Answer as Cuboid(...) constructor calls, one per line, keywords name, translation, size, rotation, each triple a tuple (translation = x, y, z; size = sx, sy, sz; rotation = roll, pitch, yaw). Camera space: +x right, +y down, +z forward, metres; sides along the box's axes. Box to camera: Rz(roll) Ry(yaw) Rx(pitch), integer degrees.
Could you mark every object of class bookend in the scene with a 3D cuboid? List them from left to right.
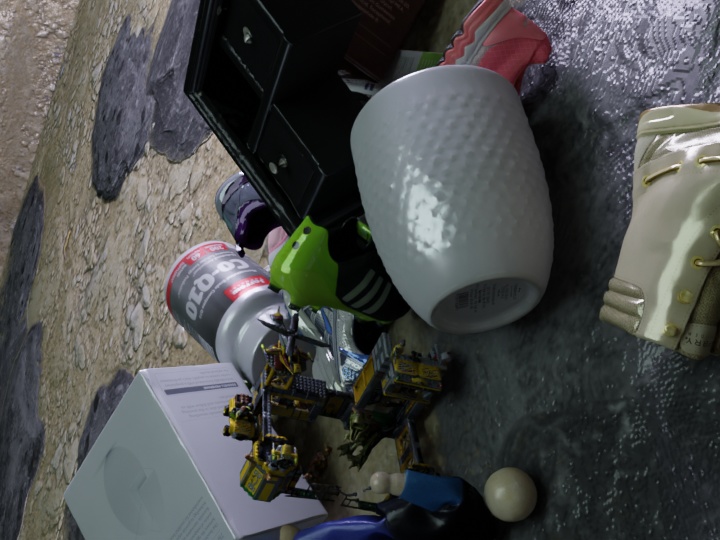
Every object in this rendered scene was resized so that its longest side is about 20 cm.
Cuboid(name="bookend", translation=(-0.054, -0.156, 0.821), size=(0.200, 0.092, 0.199), rotation=(54, 152, 10))

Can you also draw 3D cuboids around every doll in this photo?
Cuboid(name="doll", translation=(0.039, 0.196, 0.713), size=(0.200, 0.137, 0.049), rotation=(-21, 32, 15))

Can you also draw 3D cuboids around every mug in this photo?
Cuboid(name="mug", translation=(0.074, -0.033, 0.762), size=(0.200, 0.147, 0.176), rotation=(105, 157, -57))

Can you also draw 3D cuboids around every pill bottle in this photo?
Cuboid(name="pill bottle", translation=(-0.129, 0.053, 1.050), size=(0.200, 0.114, 0.114), rotation=(33, 106, 47))

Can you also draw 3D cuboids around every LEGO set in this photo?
Cuboid(name="LEGO set", translation=(-0.003, 0.115, 0.771), size=(0.154, 0.200, 0.116), rotation=(-87, 20, -52))

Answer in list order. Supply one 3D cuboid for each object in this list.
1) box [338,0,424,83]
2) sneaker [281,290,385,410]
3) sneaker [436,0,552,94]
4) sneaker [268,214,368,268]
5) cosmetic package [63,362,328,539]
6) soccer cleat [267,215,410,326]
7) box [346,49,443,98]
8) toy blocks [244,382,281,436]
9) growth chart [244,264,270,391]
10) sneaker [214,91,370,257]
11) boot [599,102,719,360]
Cuboid(name="box", translation=(-0.030, -0.324, 0.979), size=(0.200, 0.164, 0.166), rotation=(-61, 30, -3))
Cuboid(name="sneaker", translation=(-0.012, 0.050, 0.933), size=(0.085, 0.077, 0.200), rotation=(-46, 48, 24))
Cuboid(name="sneaker", translation=(0.092, -0.138, 0.818), size=(0.200, 0.087, 0.074), rotation=(-58, 0, 35))
Cuboid(name="sneaker", translation=(-0.046, -0.070, 1.020), size=(0.200, 0.075, 0.105), rotation=(-26, 61, 57))
Cuboid(name="cosmetic package", translation=(-0.169, 0.233, 0.931), size=(0.200, 0.123, 0.200), rotation=(-54, 57, 27))
Cuboid(name="soccer cleat", translation=(0.000, 0.000, 0.818), size=(0.067, 0.200, 0.081), rotation=(39, 104, 29))
Cuboid(name="box", translation=(0.028, -0.157, 0.979), size=(0.200, 0.036, 0.145), rotation=(29, 103, 60))
Cuboid(name="toy blocks", translation=(-0.133, 0.243, 1.032), size=(0.137, 0.100, 0.200), rotation=(52, 123, 40))
Cuboid(name="growth chart", translation=(-0.139, 0.094, 1.160), size=(0.145, 0.018, 0.201), rotation=(-16, 64, 55))
Cuboid(name="sneaker", translation=(-0.056, -0.093, 0.953), size=(0.200, 0.074, 0.088), rotation=(-39, 47, 14))
Cuboid(name="boot", translation=(0.227, -0.021, 0.555), size=(0.200, 0.073, 0.156), rotation=(14, 89, 61))
